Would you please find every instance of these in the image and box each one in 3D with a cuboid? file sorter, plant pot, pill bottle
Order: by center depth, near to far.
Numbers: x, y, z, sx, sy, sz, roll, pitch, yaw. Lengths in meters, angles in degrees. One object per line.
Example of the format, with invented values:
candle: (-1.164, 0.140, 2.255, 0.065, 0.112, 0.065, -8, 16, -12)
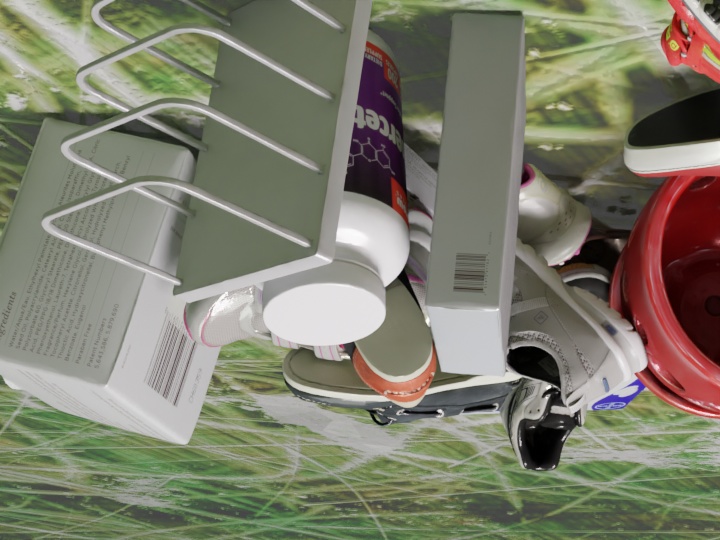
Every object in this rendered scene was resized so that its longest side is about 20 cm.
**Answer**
file sorter: (-0.091, -0.105, 0.934, 0.124, 0.201, 0.138, 26, 153, -37)
pill bottle: (-0.025, -0.057, 1.024, 0.112, 0.201, 0.113, -2, 149, -1)
plant pot: (0.288, 0.018, 1.188, 0.199, 0.201, 0.183, 6, 164, -3)

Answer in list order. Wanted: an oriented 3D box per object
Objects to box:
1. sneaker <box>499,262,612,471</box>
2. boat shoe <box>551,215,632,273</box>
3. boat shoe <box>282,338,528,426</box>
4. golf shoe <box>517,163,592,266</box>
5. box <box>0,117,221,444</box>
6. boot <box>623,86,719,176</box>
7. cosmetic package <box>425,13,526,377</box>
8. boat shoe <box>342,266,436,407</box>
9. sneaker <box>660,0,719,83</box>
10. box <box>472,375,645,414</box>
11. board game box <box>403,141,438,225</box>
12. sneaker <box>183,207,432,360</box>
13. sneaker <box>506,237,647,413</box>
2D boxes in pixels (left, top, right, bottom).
sneaker: (0.170, 0.085, 1.305, 0.075, 0.088, 0.201, 4, 132, -9)
boat shoe: (0.246, 0.002, 1.326, 0.199, 0.072, 0.072, 22, -178, -26)
boat shoe: (0.032, 0.088, 1.211, 0.198, 0.075, 0.066, -7, 133, -26)
golf shoe: (0.087, -0.045, 1.283, 0.199, 0.076, 0.092, -10, 139, 36)
box: (-0.195, 0.013, 1.274, 0.130, 0.201, 0.199, 12, 165, 16)
boot: (0.287, -0.055, 1.080, 0.199, 0.073, 0.145, -6, 128, 27)
cosmetic package: (0.080, -0.046, 1.049, 0.051, 0.201, 0.151, 3, 161, 10)
boat shoe: (0.000, 0.000, 1.092, 0.071, 0.201, 0.063, -22, 154, -4)
sneaker: (0.210, -0.143, 0.930, 0.085, 0.077, 0.200, -3, 160, 38)
box: (0.167, 0.063, 1.465, 0.199, 0.105, 0.184, -1, 162, -6)
board game box: (-0.002, -0.043, 1.260, 0.126, 0.035, 0.200, 42, 150, -14)
sneaker: (-0.031, 0.023, 1.156, 0.199, 0.089, 0.081, -17, 145, 1)
sneaker: (0.119, 0.035, 1.191, 0.200, 0.082, 0.075, 34, 156, 45)
